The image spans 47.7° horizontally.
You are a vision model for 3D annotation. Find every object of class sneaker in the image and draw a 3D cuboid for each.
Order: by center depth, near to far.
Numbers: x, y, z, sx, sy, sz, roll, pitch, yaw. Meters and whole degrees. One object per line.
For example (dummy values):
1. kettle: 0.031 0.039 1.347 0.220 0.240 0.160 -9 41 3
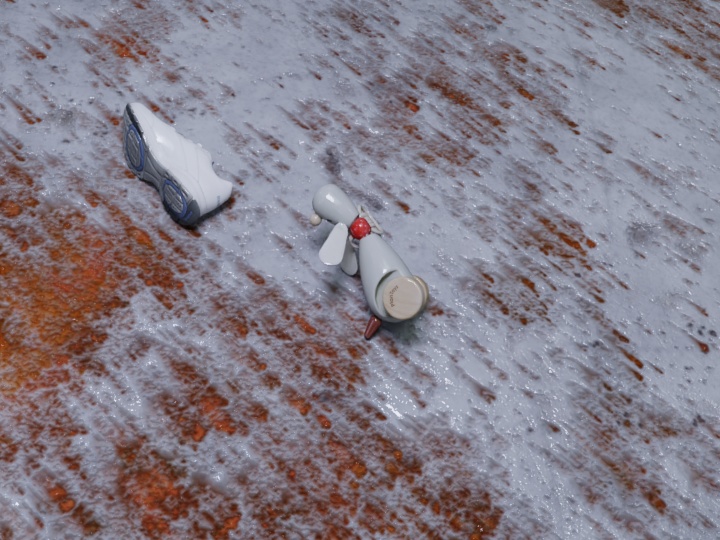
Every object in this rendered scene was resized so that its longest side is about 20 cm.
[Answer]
1. sneaker: -0.246 -0.145 1.071 0.086 0.075 0.201 -24 68 -40

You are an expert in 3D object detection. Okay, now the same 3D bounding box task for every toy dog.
1. toy dog: 0.000 0.000 0.991 0.096 0.132 0.201 -42 60 8
